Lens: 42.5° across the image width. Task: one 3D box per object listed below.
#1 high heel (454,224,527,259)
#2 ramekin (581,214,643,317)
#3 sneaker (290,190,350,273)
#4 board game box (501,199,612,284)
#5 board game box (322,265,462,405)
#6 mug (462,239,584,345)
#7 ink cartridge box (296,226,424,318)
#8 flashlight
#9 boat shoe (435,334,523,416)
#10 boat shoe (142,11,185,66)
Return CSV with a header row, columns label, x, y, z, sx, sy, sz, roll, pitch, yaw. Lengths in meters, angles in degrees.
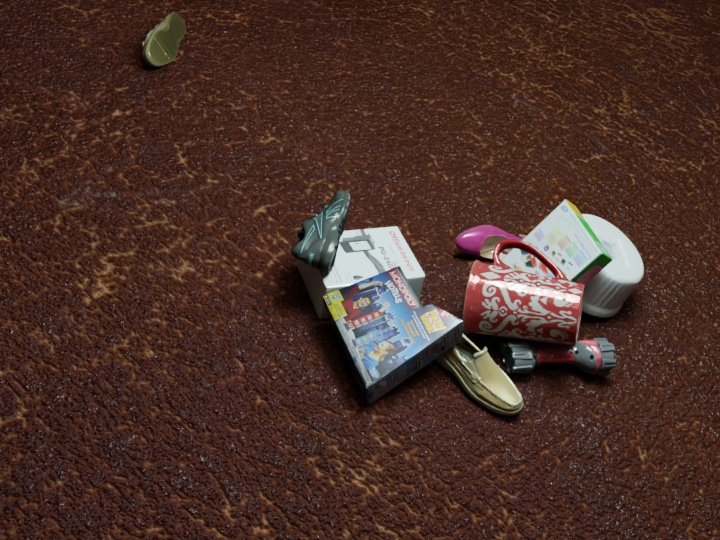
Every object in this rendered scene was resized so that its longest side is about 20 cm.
label,x,y,z,sx,sy,sz,roll,pitch,yaw
high heel,0.287,-0.035,1.849,0.198,0.068,0.096,9,29,-29
ramekin,0.460,-0.016,1.825,0.199,0.098,0.202,21,40,-19
sneaker,-0.067,-0.081,1.650,0.078,0.076,0.201,13,41,3
board game box,0.358,-0.012,1.752,0.040,0.200,0.154,25,30,-40
board game box,0.063,0.099,1.576,0.198,0.062,0.201,-20,55,-11
mug,0.295,0.042,1.650,0.198,0.180,0.133,10,7,16
ink cartridge box,0.000,0.000,1.700,0.198,0.084,0.146,-7,46,-23
flashlight,0.357,0.159,1.665,0.198,0.068,0.069,-2,85,-16
boat shoe,0.201,0.166,1.592,0.199,0.077,0.071,38,45,22
boat shoe,-0.464,-0.528,2.146,0.063,0.073,0.202,-20,38,26
